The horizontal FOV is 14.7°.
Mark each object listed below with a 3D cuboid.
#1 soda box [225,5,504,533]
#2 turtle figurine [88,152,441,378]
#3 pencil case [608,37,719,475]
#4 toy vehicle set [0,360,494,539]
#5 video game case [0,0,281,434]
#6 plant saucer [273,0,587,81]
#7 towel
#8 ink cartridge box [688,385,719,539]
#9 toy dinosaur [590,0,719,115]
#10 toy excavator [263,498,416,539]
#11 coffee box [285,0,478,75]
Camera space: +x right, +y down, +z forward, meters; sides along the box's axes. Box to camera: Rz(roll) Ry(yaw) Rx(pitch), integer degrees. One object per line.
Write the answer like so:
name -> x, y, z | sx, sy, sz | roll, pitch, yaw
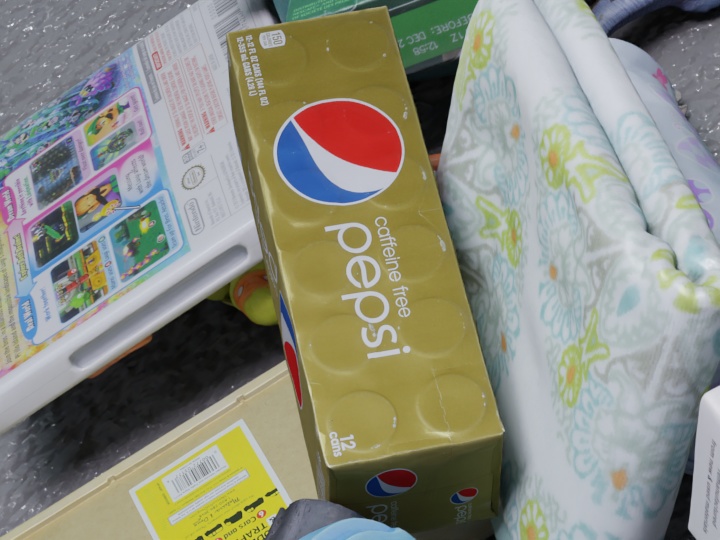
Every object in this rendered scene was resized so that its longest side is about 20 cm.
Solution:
soda box -> 0.000, 0.000, 1.052 | 0.067, 0.064, 0.201 | -10, 58, -6
turtle figurine -> -0.038, -0.024, 1.221 | 0.199, 0.065, 0.162 | -31, 32, 12
pencil case -> 0.115, -0.009, 1.096 | 0.083, 0.091, 0.200 | -41, 37, 14
toy vehicle set -> -0.051, 0.108, 1.122 | 0.199, 0.027, 0.124 | -31, 40, -2
video game case -> -0.101, -0.035, 1.216 | 0.181, 0.024, 0.200 | -34, 32, 8
plant saucer -> 0.048, -0.157, 1.336 | 0.199, 0.027, 0.201 | -17, 42, 16
towel -> 0.073, 0.012, 1.023 | 0.048, 0.172, 0.201 | -4, 41, -16
ink cartridge box -> 0.218, 0.100, 0.874 | 0.146, 0.083, 0.200 | -26, 54, -16
toy dinosaur -> 0.162, -0.139, 1.244 | 0.181, 0.105, 0.200 | -40, 2, 6
toy excavator -> 0.064, 0.152, 0.941 | 0.200, 0.194, 0.100 | -26, 30, 50
coffee box -> 0.034, -0.151, 1.250 | 0.122, 0.044, 0.200 | -18, 27, 12
